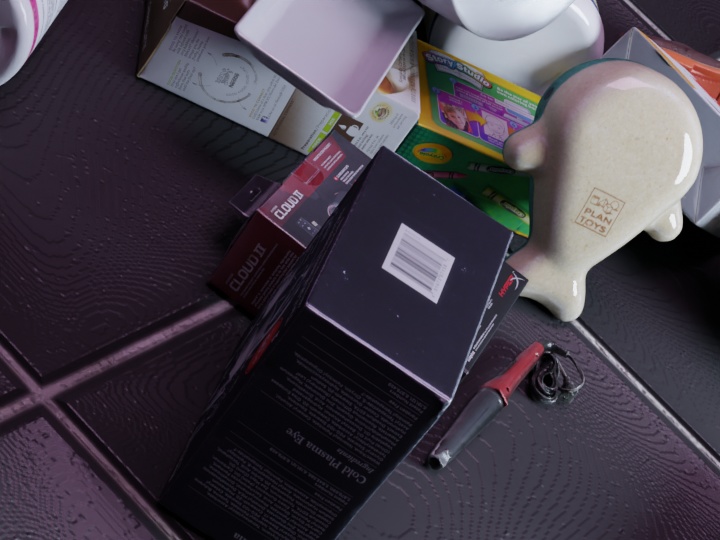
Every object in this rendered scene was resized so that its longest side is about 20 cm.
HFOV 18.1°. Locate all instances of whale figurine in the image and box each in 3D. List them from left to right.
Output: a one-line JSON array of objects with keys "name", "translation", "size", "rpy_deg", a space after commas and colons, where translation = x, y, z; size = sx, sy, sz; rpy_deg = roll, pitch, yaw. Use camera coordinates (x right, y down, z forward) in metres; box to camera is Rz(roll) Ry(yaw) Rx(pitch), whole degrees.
[{"name": "whale figurine", "translation": [0.171, -0.066, 1.715], "size": [0.159, 0.200, 0.104], "rpy_deg": [23, 10, -19]}]

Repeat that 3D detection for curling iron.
[{"name": "curling iron", "translation": [0.101, 0.094, 1.581], "size": [0.050, 0.026, 0.200], "rpy_deg": [42, 33, 13]}]

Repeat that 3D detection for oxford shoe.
[{"name": "oxford shoe", "translation": [0.322, -0.171, 2.076], "size": [0.200, 0.071, 0.073], "rpy_deg": [23, 31, -21]}]

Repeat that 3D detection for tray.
[{"name": "tray", "translation": [-0.023, -0.177, 1.655], "size": [0.107, 0.022, 0.200], "rpy_deg": [35, 33, -3]}]

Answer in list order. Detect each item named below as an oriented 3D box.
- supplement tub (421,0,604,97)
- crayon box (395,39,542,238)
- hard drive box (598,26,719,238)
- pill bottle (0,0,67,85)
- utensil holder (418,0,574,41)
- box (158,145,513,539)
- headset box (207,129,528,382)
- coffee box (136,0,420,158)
[{"name": "supplement tub", "translation": [0.122, -0.236, 1.896], "size": [0.145, 0.145, 0.200], "rpy_deg": [22, 36, -22]}, {"name": "crayon box", "translation": [0.109, -0.096, 1.793], "size": [0.200, 0.058, 0.119], "rpy_deg": [23, 35, -21]}, {"name": "hard drive box", "translation": [0.272, -0.107, 1.878], "size": [0.156, 0.077, 0.200], "rpy_deg": [49, 11, 16]}, {"name": "pill bottle", "translation": [-0.251, -0.214, 1.553], "size": [0.113, 0.113, 0.200], "rpy_deg": [32, 34, -8]}, {"name": "utensil holder", "translation": [0.070, -0.289, 1.737], "size": [0.170, 0.170, 0.200], "rpy_deg": [2, 26, -42]}, {"name": "box", "translation": [-0.013, 0.057, 1.378], "size": [0.104, 0.182, 0.200], "rpy_deg": [33, 33, -5]}, {"name": "headset box", "translation": [0.000, 0.000, 1.558], "size": [0.200, 0.075, 0.149], "rpy_deg": [37, 33, 0]}, {"name": "coffee box", "translation": [-0.060, -0.163, 1.699], "size": [0.200, 0.080, 0.115], "rpy_deg": [24, 35, -20]}]
